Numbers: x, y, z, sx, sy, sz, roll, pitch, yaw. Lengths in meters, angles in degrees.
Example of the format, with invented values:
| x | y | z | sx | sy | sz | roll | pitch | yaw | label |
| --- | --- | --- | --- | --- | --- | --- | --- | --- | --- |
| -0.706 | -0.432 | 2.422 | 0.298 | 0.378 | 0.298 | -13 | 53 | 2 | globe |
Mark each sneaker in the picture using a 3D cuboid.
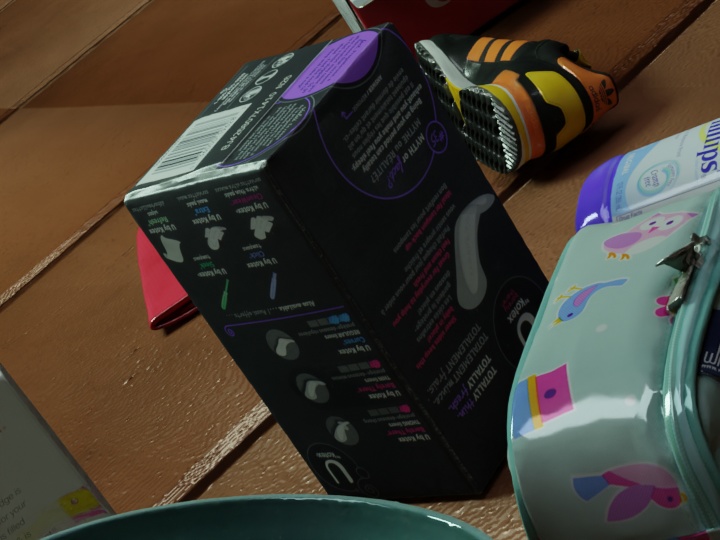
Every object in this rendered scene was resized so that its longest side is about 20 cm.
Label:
| x | y | z | sx | sy | sz | roll | pitch | yaw | label |
| --- | --- | --- | --- | --- | --- | --- | --- | --- | --- |
| 0.100 | -0.117 | 1.267 | 0.090 | 0.070 | 0.200 | -20 | 21 | -8 | sneaker |

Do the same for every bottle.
| x | y | z | sx | sy | sz | roll | pitch | yaw | label |
| --- | --- | --- | --- | --- | --- | --- | --- | --- | --- |
| 0.204 | -0.047 | 0.962 | 0.199 | 0.065 | 0.084 | -21 | 24 | 29 | bottle |

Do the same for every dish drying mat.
| x | y | z | sx | sy | sz | roll | pitch | yaw | label |
| --- | --- | --- | --- | --- | --- | --- | --- | --- | --- |
| -0.125 | -0.014 | 1.414 | 0.077 | 0.018 | 0.200 | -33 | 23 | 3 | dish drying mat |

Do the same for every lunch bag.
| x | y | z | sx | sy | sz | roll | pitch | yaw | label |
| --- | --- | --- | --- | --- | --- | --- | --- | --- | --- |
| 0.127 | 0.075 | 0.635 | 0.077 | 0.201 | 0.161 | -16 | 25 | 32 | lunch bag |

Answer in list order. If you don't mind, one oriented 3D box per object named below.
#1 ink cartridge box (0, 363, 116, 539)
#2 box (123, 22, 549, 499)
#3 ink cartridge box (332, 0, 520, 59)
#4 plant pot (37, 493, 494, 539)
| x | y | z | sx | sy | sz | roll | pitch | yaw | label |
| --- | --- | --- | --- | --- | --- | --- | --- | --- | --- |
| -0.194 | 0.127 | 0.968 | 0.128 | 0.200 | 0.125 | -36 | 22 | -9 | ink cartridge box |
| 0.000 | 0.000 | 0.964 | 0.106 | 0.200 | 0.122 | -10 | 31 | 44 | box |
| 0.080 | -0.237 | 1.503 | 0.200 | 0.084 | 0.176 | -33 | 22 | 2 | ink cartridge box |
| -0.043 | 0.174 | 0.703 | 0.199 | 0.135 | 0.200 | -3 | 11 | 1 | plant pot |
